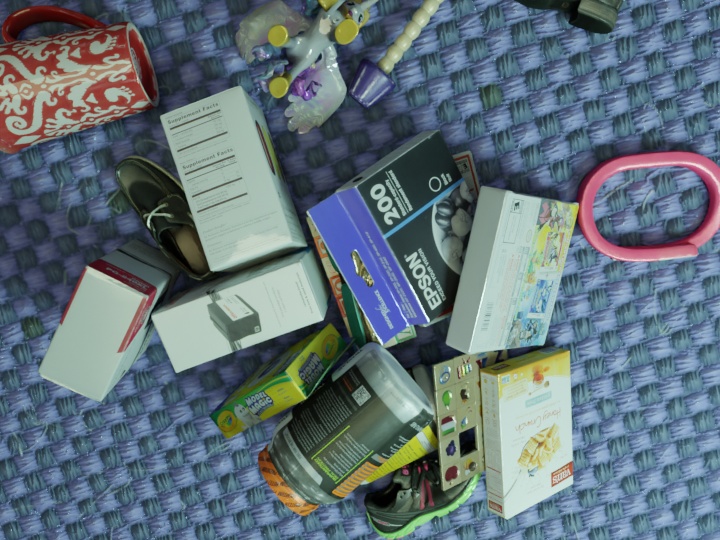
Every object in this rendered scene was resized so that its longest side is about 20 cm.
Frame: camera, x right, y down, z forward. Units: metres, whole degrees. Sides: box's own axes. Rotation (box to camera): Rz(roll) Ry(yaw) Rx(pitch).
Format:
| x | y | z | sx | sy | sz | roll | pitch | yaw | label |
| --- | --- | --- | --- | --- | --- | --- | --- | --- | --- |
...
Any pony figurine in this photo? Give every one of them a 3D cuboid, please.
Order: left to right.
| x | y | z | sx | sy | sz | roll | pitch | yaw | label |
| --- | --- | --- | --- | --- | --- | --- | --- | --- | --- |
| -0.064 | -0.270 | 0.828 | 0.193 | 0.200 | 0.167 | -33 | 104 | 22 | pony figurine |

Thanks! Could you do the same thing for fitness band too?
| x | y | z | sx | sy | sz | roll | pitch | yaw | label |
| --- | --- | --- | --- | --- | --- | --- | --- | --- | --- |
| 0.390 | -0.086 | 0.909 | 0.199 | 0.037 | 0.144 | -5 | 97 | 1 | fitness band |

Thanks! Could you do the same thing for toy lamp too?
| x | y | z | sx | sy | sz | roll | pitch | yaw | label |
| --- | --- | --- | --- | --- | --- | --- | --- | --- | --- |
| 0.057 | -0.298 | 0.871 | 0.058 | 0.058 | 0.200 | 39 | 96 | -5 | toy lamp |

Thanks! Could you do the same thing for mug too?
| x | y | z | sx | sy | sz | roll | pitch | yaw | label |
| --- | --- | --- | --- | --- | --- | --- | --- | --- | --- |
| -0.374 | -0.257 | 0.853 | 0.199 | 0.133 | 0.178 | -13 | 101 | 0 | mug |

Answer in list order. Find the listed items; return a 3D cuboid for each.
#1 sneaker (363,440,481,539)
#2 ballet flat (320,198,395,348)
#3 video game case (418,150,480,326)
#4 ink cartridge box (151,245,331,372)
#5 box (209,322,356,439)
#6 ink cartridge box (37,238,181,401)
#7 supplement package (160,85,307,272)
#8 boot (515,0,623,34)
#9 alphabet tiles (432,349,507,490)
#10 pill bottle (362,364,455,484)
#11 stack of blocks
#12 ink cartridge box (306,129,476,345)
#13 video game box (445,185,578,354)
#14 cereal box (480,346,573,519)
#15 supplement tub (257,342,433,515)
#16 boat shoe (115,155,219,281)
| x | y | z | sx | sy | sz | roll | pitch | yaw | label |
| --- | --- | --- | --- | --- | --- | --- | --- | --- | --- |
| 0.090 | 0.302 | 0.959 | 0.200 | 0.077 | 0.084 | -37 | 101 | 6 | sneaker |
| 0.000 | 0.000 | 0.866 | 0.065 | 0.070 | 0.201 | -20 | 102 | -23 | ballet flat |
| 0.111 | -0.044 | 0.898 | 0.142 | 0.017 | 0.201 | -20 | 99 | -25 | video game case |
| -0.148 | 0.045 | 0.887 | 0.199 | 0.145 | 0.084 | -20 | 99 | 5 | ink cartridge box |
| -0.098 | 0.140 | 0.874 | 0.200 | 0.117 | 0.048 | -31 | 99 | 37 | box |
| -0.308 | 0.054 | 0.867 | 0.083 | 0.200 | 0.146 | 26 | 99 | -7 | ink cartridge box |
| -0.156 | -0.110 | 0.862 | 0.109 | 0.114 | 0.201 | -19 | 88 | 4 | supplement package |
| 0.275 | -0.410 | 0.848 | 0.199 | 0.069 | 0.175 | 23 | 94 | -6 | boot |
| 0.176 | 0.182 | 0.911 | 0.199 | 0.008 | 0.168 | -12 | 101 | -36 | alphabet tiles |
| 0.024 | 0.220 | 0.928 | 0.199 | 0.112 | 0.113 | -28 | 98 | 6 | pill bottle |
| 0.016 | 0.000 | 0.919 | 0.115 | 0.059 | 0.201 | -19 | 98 | 4 | stack of blocks |
| 0.063 | -0.041 | 0.838 | 0.200 | 0.043 | 0.199 | -37 | 107 | -22 | ink cartridge box |
| 0.197 | 0.001 | 0.865 | 0.182 | 0.047 | 0.201 | 3 | 103 | -44 | video game box |
| 0.230 | 0.217 | 0.924 | 0.143 | 0.039 | 0.201 | -12 | 101 | -34 | cereal box |
| -0.020 | 0.193 | 0.821 | 0.200 | 0.123 | 0.123 | -41 | 96 | 3 | supplement tub |
| -0.257 | -0.071 | 0.911 | 0.072 | 0.068 | 0.200 | -36 | 95 | 9 | boat shoe |
